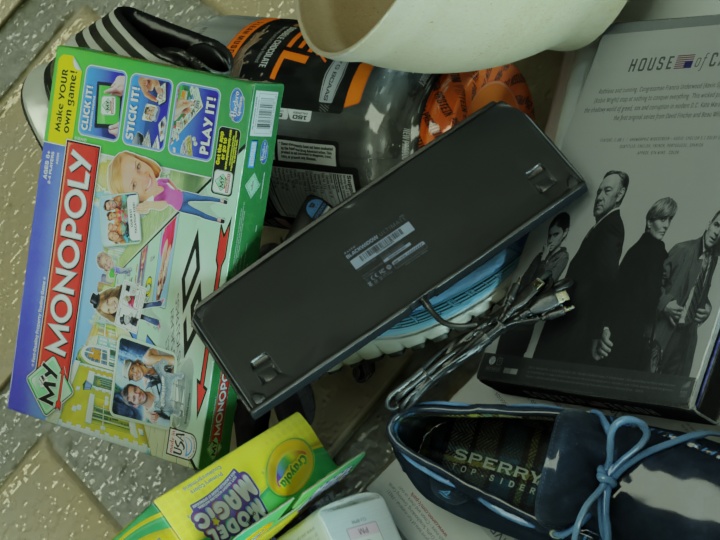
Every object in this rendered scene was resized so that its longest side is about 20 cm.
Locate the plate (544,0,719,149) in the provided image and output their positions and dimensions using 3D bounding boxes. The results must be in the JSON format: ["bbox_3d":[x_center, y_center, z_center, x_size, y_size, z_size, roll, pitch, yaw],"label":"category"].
[{"bbox_3d":[0.172,-0.077,1.018,0.200,0.032,0.200,22,106,39],"label":"plate"}]

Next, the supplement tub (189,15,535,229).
[{"bbox_3d":[-0.009,-0.080,1.121,0.200,0.122,0.123,9,73,33],"label":"supplement tub"}]

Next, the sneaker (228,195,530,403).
[{"bbox_3d":[0.000,0.000,1.027,0.200,0.078,0.090,-19,96,7],"label":"sneaker"}]

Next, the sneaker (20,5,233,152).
[{"bbox_3d":[-0.104,-0.054,1.071,0.115,0.076,0.201,-37,78,39],"label":"sneaker"}]

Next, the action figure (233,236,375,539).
[{"bbox_3d":[-0.050,0.068,1.115,0.130,0.069,0.200,-19,56,30],"label":"action figure"}]

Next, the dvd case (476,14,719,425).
[{"bbox_3d":[0.142,-0.030,0.938,0.150,0.025,0.200,5,69,54],"label":"dvd case"}]

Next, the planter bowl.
[{"bbox_3d":[0.068,-0.187,1.012,0.200,0.135,0.201,-45,37,49],"label":"planter bowl"}]

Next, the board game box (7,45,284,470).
[{"bbox_3d":[-0.115,-0.009,1.032,0.134,0.029,0.200,13,99,31],"label":"board game box"}]

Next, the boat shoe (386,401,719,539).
[{"bbox_3d":[0.098,0.103,0.904,0.200,0.069,0.084,1,69,32],"label":"boat shoe"}]

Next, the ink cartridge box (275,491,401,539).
[{"bbox_3d":[-0.008,0.233,0.987,0.163,0.057,0.200,-42,69,48],"label":"ink cartridge box"}]

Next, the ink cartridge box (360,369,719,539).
[{"bbox_3d":[0.118,0.136,0.973,0.176,0.084,0.200,-45,53,6],"label":"ink cartridge box"}]

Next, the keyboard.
[{"bbox_3d":[0.025,0.008,0.958,0.200,0.021,0.127,-35,55,-3],"label":"keyboard"}]

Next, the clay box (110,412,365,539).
[{"bbox_3d":[-0.092,0.142,0.994,0.048,0.115,0.200,52,130,7],"label":"clay box"}]
